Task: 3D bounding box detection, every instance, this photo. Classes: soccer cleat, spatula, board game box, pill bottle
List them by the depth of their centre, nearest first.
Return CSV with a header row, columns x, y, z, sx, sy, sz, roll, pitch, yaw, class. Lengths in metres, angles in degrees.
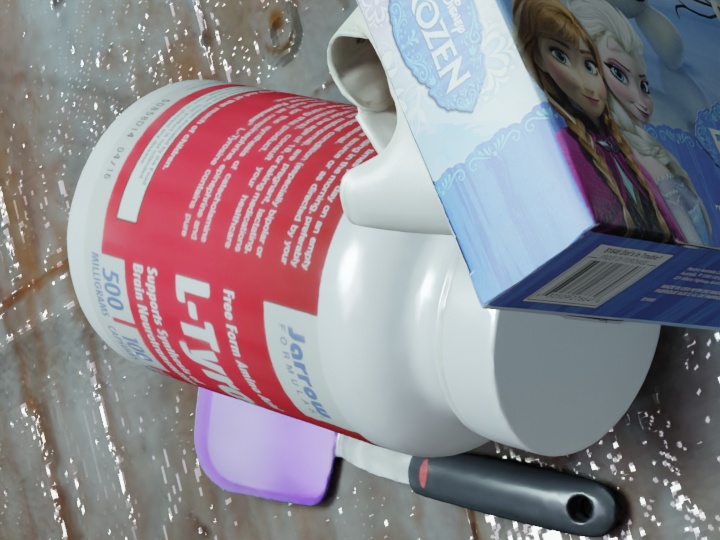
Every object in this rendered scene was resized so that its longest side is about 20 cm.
x,y,z,sx,sy,sz,roll,pitch,yaw,class
0.070,-0.079,0.625,0.043,0.200,0.199,-36,65,31,board game box
0.027,-0.086,0.703,0.200,0.077,0.069,-91,-7,-48,soccer cleat
0.000,0.000,0.753,0.200,0.112,0.112,14,99,44,pill bottle
0.012,0.070,0.803,0.200,0.021,0.057,11,95,43,spatula
